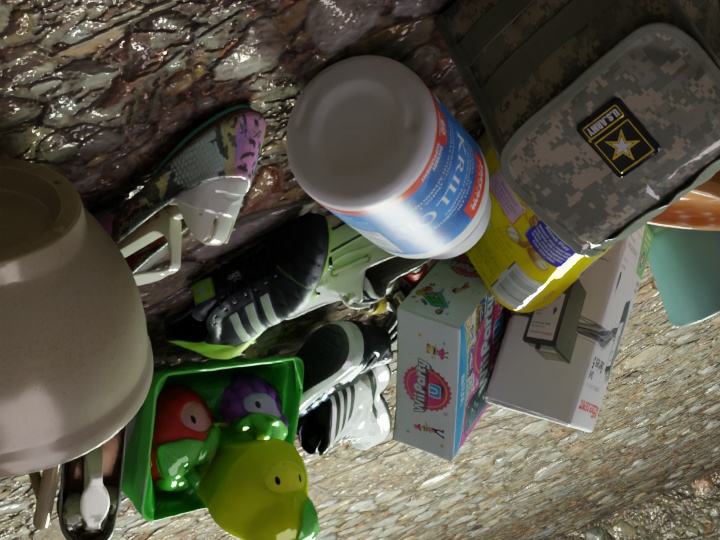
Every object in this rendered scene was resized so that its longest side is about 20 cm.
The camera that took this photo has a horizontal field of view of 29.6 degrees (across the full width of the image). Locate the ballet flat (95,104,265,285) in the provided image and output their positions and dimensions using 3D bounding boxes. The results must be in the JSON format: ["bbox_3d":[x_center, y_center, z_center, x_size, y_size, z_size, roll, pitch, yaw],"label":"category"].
[{"bbox_3d":[-0.136,-0.036,0.977,0.199,0.072,0.069,-33,155,22],"label":"ballet flat"}]

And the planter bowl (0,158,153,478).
[{"bbox_3d":[-0.233,0.014,0.870,0.199,0.200,0.136,-13,130,-24],"label":"planter bowl"}]

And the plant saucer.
[{"bbox_3d":[0.256,-0.076,1.213,0.198,0.038,0.200,12,174,1],"label":"plant saucer"}]

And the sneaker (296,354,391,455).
[{"bbox_3d":[-0.028,0.162,1.487,0.115,0.076,0.201,-41,156,-23],"label":"sneaker"}]

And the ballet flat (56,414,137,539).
[{"bbox_3d":[-0.223,0.145,1.163,0.067,0.064,0.202,3,107,-15],"label":"ballet flat"}]

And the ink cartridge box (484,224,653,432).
[{"bbox_3d":[0.193,0.040,1.243,0.083,0.202,0.145,17,177,20],"label":"ink cartridge box"}]

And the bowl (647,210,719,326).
[{"bbox_3d":[0.360,-0.047,1.355,0.200,0.105,0.201,-38,-177,3],"label":"bowl"}]

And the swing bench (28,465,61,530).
[{"bbox_3d":[-0.334,0.129,1.088,0.198,0.130,0.200,-7,148,-34],"label":"swing bench"}]

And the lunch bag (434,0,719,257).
[{"bbox_3d":[0.163,-0.129,0.895,0.117,0.201,0.164,1,149,-46],"label":"lunch bag"}]

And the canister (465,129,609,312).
[{"bbox_3d":[0.155,-0.072,1.089,0.086,0.149,0.200,-20,162,-33],"label":"canister"}]

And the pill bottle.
[{"bbox_3d":[0.032,-0.073,1.010,0.112,0.113,0.200,-29,158,13],"label":"pill bottle"}]

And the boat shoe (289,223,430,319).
[{"bbox_3d":[0.000,0.000,1.203,0.199,0.066,0.072,-30,158,14],"label":"boat shoe"}]

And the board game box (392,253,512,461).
[{"bbox_3d":[0.100,0.049,1.225,0.200,0.064,0.149,-46,146,-46],"label":"board game box"}]

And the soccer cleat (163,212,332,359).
[{"bbox_3d":[-0.095,0.017,1.155,0.081,0.068,0.200,11,142,-35],"label":"soccer cleat"}]

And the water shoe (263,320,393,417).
[{"bbox_3d":[-0.042,0.109,1.369,0.078,0.072,0.200,2,158,-37],"label":"water shoe"}]

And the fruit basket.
[{"bbox_3d":[-0.115,0.164,1.244,0.214,0.157,0.216,8,-171,-1],"label":"fruit basket"}]

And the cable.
[{"bbox_3d":[0.041,0.024,1.367,0.097,0.050,0.200,-39,172,-7],"label":"cable"}]
